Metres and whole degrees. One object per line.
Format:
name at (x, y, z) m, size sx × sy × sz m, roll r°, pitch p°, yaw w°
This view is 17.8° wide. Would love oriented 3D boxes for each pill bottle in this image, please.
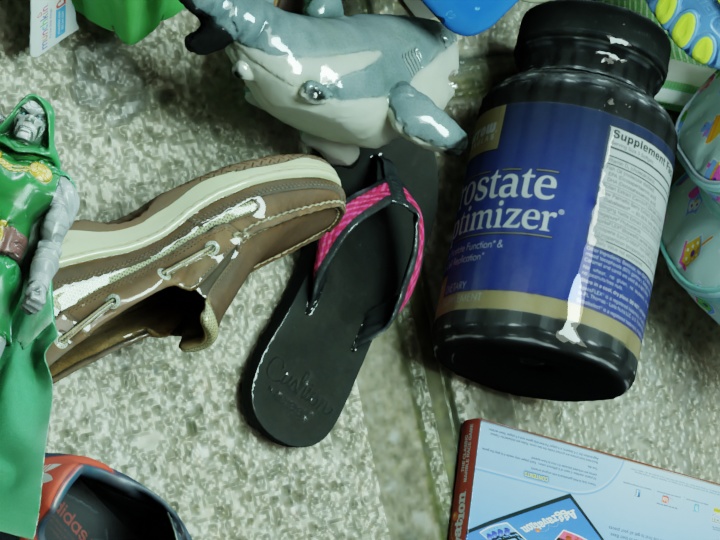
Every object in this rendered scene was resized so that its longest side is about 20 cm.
pill bottle at (0.110, -0.038, 1.241) m, size 0.112 × 0.112 × 0.201 m, roll 22°, pitch 70°, yaw -29°

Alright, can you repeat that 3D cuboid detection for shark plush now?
shark plush at (-0.031, -0.114, 1.140) m, size 0.199 × 0.091 × 0.084 m, roll 18°, pitch 74°, yaw -30°

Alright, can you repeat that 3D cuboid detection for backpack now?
backpack at (0.260, -0.047, 1.292) m, size 0.153 × 0.176 × 0.200 m, roll 37°, pitch 104°, yaw -24°

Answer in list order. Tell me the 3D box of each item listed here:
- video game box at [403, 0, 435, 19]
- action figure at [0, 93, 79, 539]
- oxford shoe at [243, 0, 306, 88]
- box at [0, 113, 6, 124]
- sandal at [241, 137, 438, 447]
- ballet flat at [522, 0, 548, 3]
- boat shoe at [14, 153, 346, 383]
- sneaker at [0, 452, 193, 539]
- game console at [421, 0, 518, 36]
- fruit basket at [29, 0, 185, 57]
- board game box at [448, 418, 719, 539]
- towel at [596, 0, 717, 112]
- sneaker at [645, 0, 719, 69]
video game box at (0.035, -0.270, 1.272) m, size 0.200 × 0.047 × 0.182 m, roll 51°, pitch 57°, yaw -16°
action figure at (-0.174, 0.009, 1.026) m, size 0.118 × 0.055 × 0.201 m, roll 17°, pitch 65°, yaw -5°
oxford shoe at (-0.001, -0.175, 1.178) m, size 0.072 × 0.071 × 0.201 m, roll 25°, pitch 96°, yaw -4°
box at (-0.268, -0.035, 1.030) m, size 0.156 × 0.041 × 0.200 m, roll 41°, pitch 61°, yaw -22°
sandal at (0.000, 0.000, 1.200) m, size 0.075 × 0.045 × 0.201 m, roll 31°, pitch 66°, yaw -24°
ballet flat at (0.072, -0.240, 1.225) m, size 0.069 × 0.069 × 0.201 m, roll -27°, pitch 97°, yaw -34°
boat shoe at (-0.088, 0.007, 1.117) m, size 0.202 × 0.075 × 0.075 m, roll -21°, pitch 68°, yaw -25°
sneaker at (-0.091, 0.155, 1.088) m, size 0.200 × 0.084 × 0.075 m, roll 37°, pitch 63°, yaw -23°
game console at (0.039, -0.250, 1.138) m, size 0.171 × 0.118 × 0.200 m, roll -43°, pitch 124°, yaw 5°
fruit basket at (-0.099, -0.219, 1.094) m, size 0.185 × 0.094 × 0.200 m, roll -42°, pitch 149°, yaw -31°
board game box at (0.135, 0.154, 1.280) m, size 0.199 × 0.019 × 0.103 m, roll 17°, pitch 71°, yaw -31°
towel at (0.203, -0.191, 1.384) m, size 0.152 × 0.023 × 0.201 m, roll 7°, pitch 78°, yaw -32°
sneaker at (0.168, -0.201, 1.283) m, size 0.200 × 0.071 × 0.083 m, roll 59°, pitch 26°, yaw 4°
